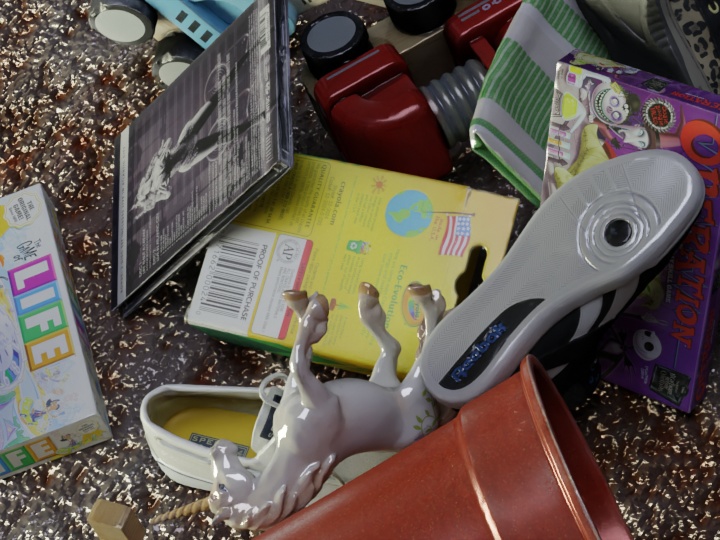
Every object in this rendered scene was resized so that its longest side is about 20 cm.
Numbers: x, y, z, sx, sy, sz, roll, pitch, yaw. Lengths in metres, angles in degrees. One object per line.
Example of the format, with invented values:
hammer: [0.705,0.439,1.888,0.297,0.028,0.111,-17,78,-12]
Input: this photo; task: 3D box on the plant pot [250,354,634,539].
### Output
plant pot: [0.051,0.178,1.216,0.195,0.201,0.201,-26,54,8]

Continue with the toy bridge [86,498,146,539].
toy bridge: [-0.174,0.239,1.302,0.027,0.067,0.200,9,59,21]

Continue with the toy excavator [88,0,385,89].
toy excavator: [-0.061,-0.196,1.530,0.200,0.194,0.100,-18,48,39]

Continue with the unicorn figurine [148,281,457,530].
unicorn figurine: [-0.018,0.079,1.275,0.199,0.138,0.074,-2,6,-24]

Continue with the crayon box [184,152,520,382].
crayon box: [0.000,0.000,1.402,0.199,0.051,0.127,13,80,23]

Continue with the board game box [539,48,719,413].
board game box: [0.163,-0.022,1.310,0.120,0.201,0.032,18,33,24]

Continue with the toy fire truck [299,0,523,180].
toy fire truck: [0.079,-0.099,1.438,0.176,0.129,0.200,-29,45,-4]

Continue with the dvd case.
dvd case: [-0.107,-0.078,1.451,0.200,0.016,0.149,-39,42,40]

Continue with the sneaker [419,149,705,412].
sneaker: [0.132,0.015,1.293,0.200,0.112,0.073,-41,57,10]

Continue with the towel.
towel: [0.154,-0.120,1.396,0.023,0.152,0.200,-12,44,54]

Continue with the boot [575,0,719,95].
boot: [0.213,-0.191,1.396,0.154,0.204,0.073,-34,18,-37]

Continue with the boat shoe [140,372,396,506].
boat shoe: [-0.044,0.099,1.347,0.201,0.086,0.075,10,61,21]

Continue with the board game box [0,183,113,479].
board game box: [-0.253,0.047,1.472,0.134,0.034,0.200,-21,54,1]
